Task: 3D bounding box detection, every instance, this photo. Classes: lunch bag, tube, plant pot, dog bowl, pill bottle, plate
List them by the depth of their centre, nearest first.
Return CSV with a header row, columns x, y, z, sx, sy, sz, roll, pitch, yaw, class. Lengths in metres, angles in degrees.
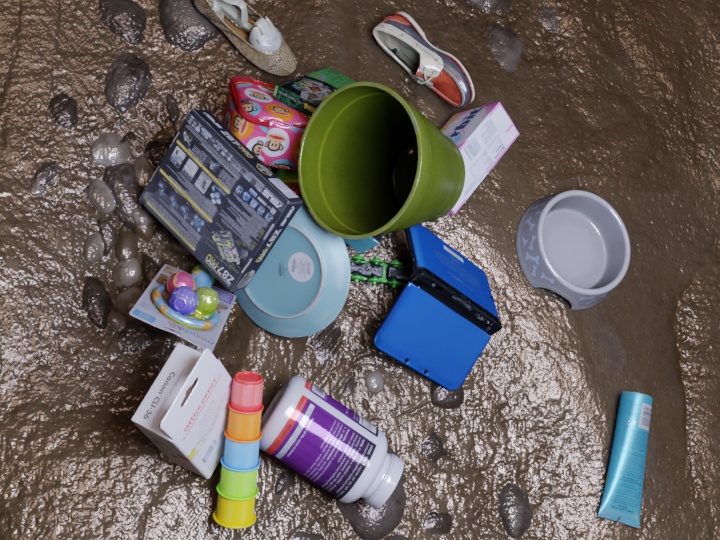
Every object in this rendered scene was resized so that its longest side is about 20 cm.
x,y,z,sx,sy,sz,roll,pitch,yaw,class
-0.041,0.243,1.249,0.198,0.112,0.113,35,67,-6,pill bottle
0.048,-0.141,1.250,0.192,0.198,0.204,2,70,-55,plant pot
-0.108,-0.002,1.268,0.202,0.199,0.026,57,25,4,plate
-0.106,-0.218,1.345,0.196,0.083,0.177,11,29,-23,lunch bag
0.424,0.296,1.430,0.076,0.050,0.204,16,75,-9,tube
0.358,-0.040,1.494,0.196,0.059,0.204,5,73,-17,dog bowl

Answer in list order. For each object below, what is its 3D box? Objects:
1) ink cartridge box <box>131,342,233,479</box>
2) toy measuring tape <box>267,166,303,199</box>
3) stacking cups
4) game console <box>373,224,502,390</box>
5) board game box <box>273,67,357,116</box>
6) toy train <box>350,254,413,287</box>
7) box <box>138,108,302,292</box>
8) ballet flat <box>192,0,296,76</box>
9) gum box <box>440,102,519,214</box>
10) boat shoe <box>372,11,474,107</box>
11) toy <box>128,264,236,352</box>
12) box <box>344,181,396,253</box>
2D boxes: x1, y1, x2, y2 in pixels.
x,y,z,sx,sy,sz,roll,pitch,yaw,class
-0.219,0.175,1.158,0.066,0.201,0.118,20,65,18,ink cartridge box
-0.061,-0.122,1.367,0.196,0.074,0.075,14,71,-14,toy measuring tape
-0.160,0.234,1.193,0.059,0.060,0.204,1,102,-18,stacking cups
0.109,0.053,1.363,0.199,0.118,0.173,33,33,-37,game console
-0.046,-0.264,1.360,0.103,0.024,0.200,26,26,11,board game box
0.000,0.000,1.362,0.196,0.056,0.043,8,81,-16,toy train
-0.196,-0.097,1.251,0.200,0.049,0.162,42,110,14,box
-0.178,-0.382,1.405,0.199,0.065,0.071,37,67,-6,ballet flat
0.152,-0.177,1.424,0.201,0.113,0.066,-49,114,-23,gum box
0.104,-0.340,1.482,0.200,0.071,0.062,47,51,5,boat shoe
-0.226,0.031,1.207,0.113,0.200,0.048,25,104,-7,toy
0.012,-0.132,1.374,0.082,0.049,0.202,36,52,-24,box
